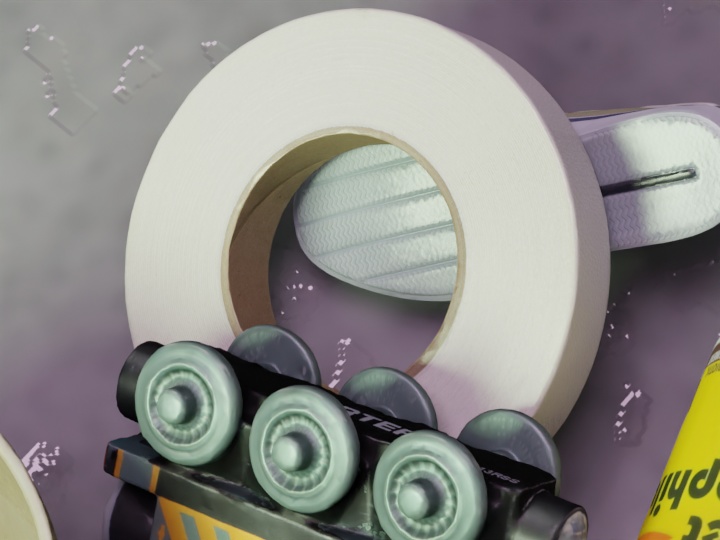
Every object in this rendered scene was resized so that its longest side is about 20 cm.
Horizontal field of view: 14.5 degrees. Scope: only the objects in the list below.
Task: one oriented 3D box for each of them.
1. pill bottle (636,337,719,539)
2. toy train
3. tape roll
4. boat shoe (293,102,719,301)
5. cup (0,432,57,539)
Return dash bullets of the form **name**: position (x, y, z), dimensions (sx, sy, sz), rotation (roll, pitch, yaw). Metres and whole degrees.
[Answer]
- **pill bottle**: position (0.146, 0.124, 1.016), dimensions (0.109, 0.109, 0.201), rotation (17, 69, 20)
- **toy train**: position (-0.012, 0.094, 1.042), dimensions (0.199, 0.085, 0.115), rotation (19, 104, 27)
- **tape roll**: position (0.000, 0.000, 1.106), dimensions (0.201, 0.037, 0.205), rotation (-3, 83, 26)
- **boat shoe**: position (0.070, -0.029, 1.135), dimensions (0.199, 0.062, 0.073), rotation (-5, 95, 27)
- **cup**: position (-0.189, 0.155, 1.057), dimensions (0.199, 0.143, 0.202), rotation (-5, 63, 10)
